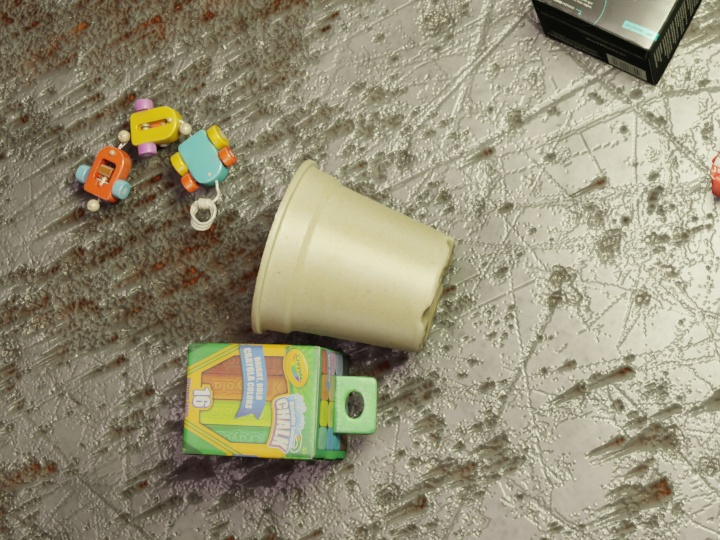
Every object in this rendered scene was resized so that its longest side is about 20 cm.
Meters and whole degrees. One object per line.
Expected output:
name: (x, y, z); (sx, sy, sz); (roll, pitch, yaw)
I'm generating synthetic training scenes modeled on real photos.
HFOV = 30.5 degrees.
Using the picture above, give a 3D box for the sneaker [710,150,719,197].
sneaker: (0.424, -0.066, 1.389); (0.107, 0.067, 0.203); (-1, 78, 17)

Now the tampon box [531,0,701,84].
tampon box: (0.300, -0.335, 1.433); (0.149, 0.126, 0.201); (29, 89, 17)

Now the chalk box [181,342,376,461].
chalk box: (-0.082, 0.148, 1.468); (0.199, 0.124, 0.126); (-1, 82, 16)

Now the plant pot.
plant pot: (0.000, 0.000, 1.446); (0.183, 0.200, 0.201); (17, 86, 7)

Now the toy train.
toy train: (-0.238, -0.121, 1.594); (0.199, 0.056, 0.151); (18, 88, 21)
